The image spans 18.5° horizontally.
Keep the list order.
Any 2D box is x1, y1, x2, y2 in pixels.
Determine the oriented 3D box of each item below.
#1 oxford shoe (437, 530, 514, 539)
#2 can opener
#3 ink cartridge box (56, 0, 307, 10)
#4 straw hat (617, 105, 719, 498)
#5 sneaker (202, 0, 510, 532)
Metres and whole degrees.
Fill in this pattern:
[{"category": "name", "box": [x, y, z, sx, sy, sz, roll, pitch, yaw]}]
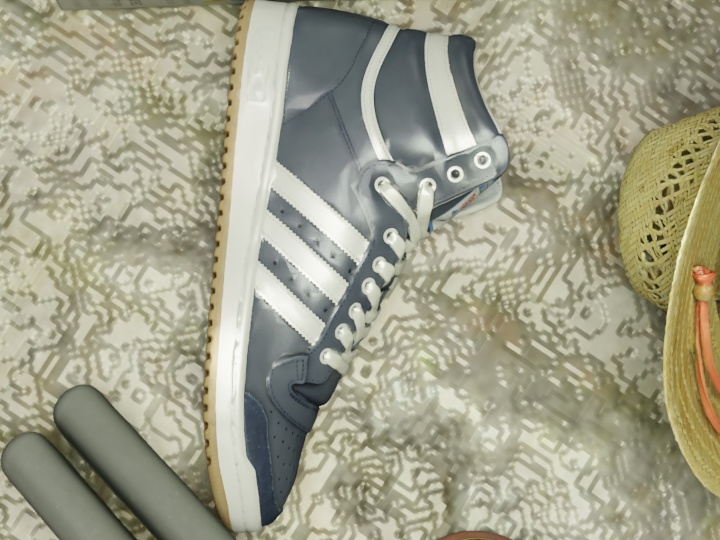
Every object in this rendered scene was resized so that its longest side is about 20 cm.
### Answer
[{"category": "oxford shoe", "box": [0.111, 0.155, 0.817, 0.199, 0.074, 0.071, 18, 86, 0]}, {"category": "can opener", "box": [-0.054, 0.124, 0.787, 0.053, 0.067, 0.200, -42, 67, -10]}, {"category": "ink cartridge box", "box": [-0.020, -0.181, 0.798, 0.198, 0.147, 0.147, -2, 86, -1]}, {"category": "straw hat", "box": [0.143, -0.021, 0.820, 0.085, 0.201, 0.202, 21, 85, 43]}, {"category": "sneaker", "box": [0.000, 0.000, 0.826, 0.108, 0.070, 0.202, 4, 83, 0]}]
